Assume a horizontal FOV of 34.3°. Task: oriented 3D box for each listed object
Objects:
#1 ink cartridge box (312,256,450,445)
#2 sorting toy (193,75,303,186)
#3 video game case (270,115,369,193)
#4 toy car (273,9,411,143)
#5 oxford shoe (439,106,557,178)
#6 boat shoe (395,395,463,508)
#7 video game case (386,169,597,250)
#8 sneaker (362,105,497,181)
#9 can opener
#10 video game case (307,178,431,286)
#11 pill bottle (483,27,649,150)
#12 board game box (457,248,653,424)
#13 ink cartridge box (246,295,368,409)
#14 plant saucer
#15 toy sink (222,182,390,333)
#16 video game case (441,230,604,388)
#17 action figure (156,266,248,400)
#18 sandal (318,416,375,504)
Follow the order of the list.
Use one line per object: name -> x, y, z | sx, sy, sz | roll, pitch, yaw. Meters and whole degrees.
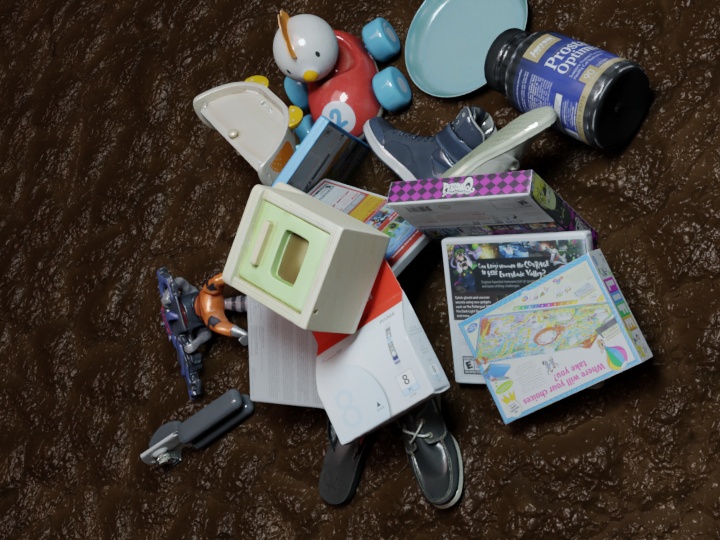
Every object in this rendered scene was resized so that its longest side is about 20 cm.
ink cartridge box -> 0.000, 0.091, 1.437 | 0.160, 0.047, 0.201 | -34, 78, 34
sorting toy -> -0.127, -0.168, 1.694 | 0.106, 0.181, 0.200 | -37, 51, -9
video game case -> -0.059, -0.133, 1.616 | 0.018, 0.200, 0.144 | 37, 96, 16
toy car -> -0.061, -0.291, 1.676 | 0.183, 0.199, 0.179 | -26, 57, 27
oxford shoe -> 0.172, -0.135, 1.457 | 0.199, 0.058, 0.075 | -37, 9, 32
boat shoe -> 0.073, 0.200, 1.458 | 0.071, 0.067, 0.202 | -29, 58, 25
video game case -> 0.161, -0.063, 1.422 | 0.198, 0.181, 0.036 | -2, 67, 37
sneaker -> 0.100, -0.180, 1.577 | 0.203, 0.077, 0.147 | 49, 115, 30
can opener -> -0.243, 0.226, 1.698 | 0.199, 0.052, 0.067 | -32, 54, 23
video game case -> -0.009, -0.054, 1.529 | 0.199, 0.018, 0.143 | 19, 46, 31
pill bottle -> 0.253, -0.235, 1.468 | 0.199, 0.112, 0.113 | 33, 93, 41
board game box -> 0.221, 0.080, 1.354 | 0.199, 0.034, 0.136 | -31, 80, 37
ink cartridge box -> -0.061, 0.099, 1.540 | 0.198, 0.057, 0.165 | 1, 95, 30
plant saucer -> 0.152, -0.331, 1.643 | 0.199, 0.027, 0.202 | -16, 63, 33
toy sink -> -0.086, -0.024, 1.429 | 0.199, 0.112, 0.132 | 29, 102, 35
video game case -> 0.193, 0.048, 1.406 | 0.198, 0.023, 0.184 | -1, 98, 38
action figure -> -0.223, 0.084, 1.740 | 0.192, 0.104, 0.202 | -8, 94, 42
sandal -> -0.015, 0.206, 1.535 | 0.075, 0.045, 0.202 | 7, 76, 41
